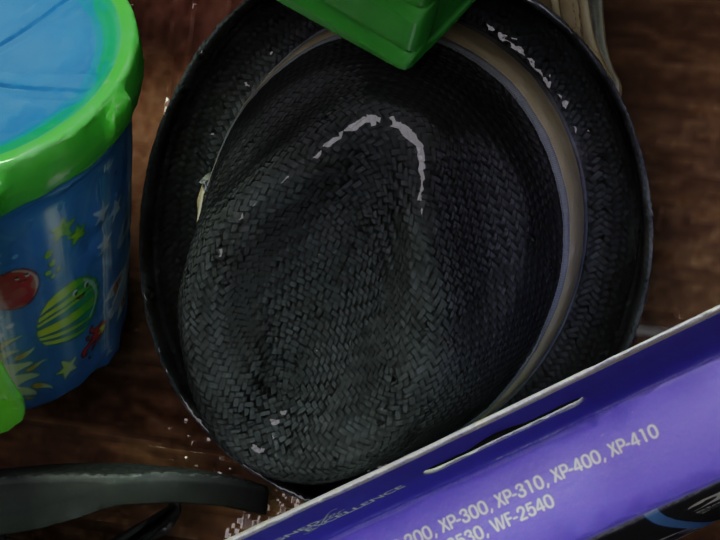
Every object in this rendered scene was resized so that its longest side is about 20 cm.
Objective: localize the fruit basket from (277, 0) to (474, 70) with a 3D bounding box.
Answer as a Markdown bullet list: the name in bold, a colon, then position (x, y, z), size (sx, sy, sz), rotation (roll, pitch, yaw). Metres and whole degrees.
- **fruit basket**: position (-0.002, -0.190, 0.747), size (0.214, 0.156, 0.217), rotation (0, 81, -3)

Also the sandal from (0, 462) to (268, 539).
- **sandal**: position (-0.122, 0.091, 0.828), size (0.075, 0.199, 0.045), rotation (-6, 87, 54)

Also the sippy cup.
- **sippy cup**: position (-0.135, -0.024, 0.847), size (0.139, 0.131, 0.178), rotation (17, 46, 24)

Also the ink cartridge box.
- **ink cartridge box**: position (0.065, 0.069, 0.755), size (0.197, 0.200, 0.044), rotation (-26, 76, 12)

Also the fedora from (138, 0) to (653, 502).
- **fedora**: position (0.000, 0.000, 0.806), size (0.199, 0.092, 0.202), rotation (5, 108, 15)

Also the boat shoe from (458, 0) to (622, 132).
- **boat shoe**: position (0.065, -0.141, 0.848), size (0.068, 0.075, 0.201), rotation (6, 96, 15)
